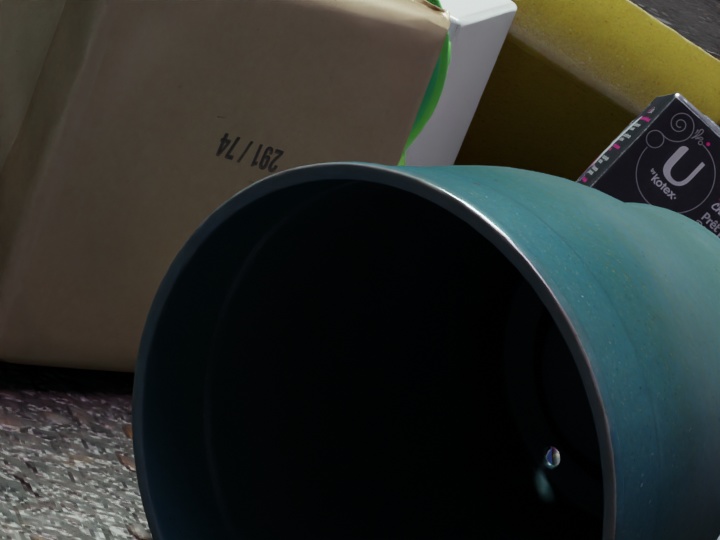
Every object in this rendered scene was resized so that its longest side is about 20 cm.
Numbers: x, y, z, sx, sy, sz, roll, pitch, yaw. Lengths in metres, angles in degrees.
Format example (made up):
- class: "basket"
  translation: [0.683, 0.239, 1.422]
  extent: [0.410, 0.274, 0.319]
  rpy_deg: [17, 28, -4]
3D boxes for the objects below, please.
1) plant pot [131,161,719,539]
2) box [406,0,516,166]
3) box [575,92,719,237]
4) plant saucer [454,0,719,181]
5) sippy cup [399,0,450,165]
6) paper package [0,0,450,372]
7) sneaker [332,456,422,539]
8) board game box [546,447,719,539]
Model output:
- class: "plant pot"
  translation: [0.054, 0.050, 0.936]
  extent: [0.200, 0.200, 0.188]
  rpy_deg: [32, 26, 29]
- class: "box"
  translation: [-0.040, -0.118, 1.459]
  extent: [0.200, 0.152, 0.106]
  rpy_deg: [27, 19, 14]
- class: "box"
  translation: [0.168, -0.009, 1.339]
  extent: [0.132, 0.115, 0.200]
  rpy_deg: [43, 6, 1]
- class: "plant saucer"
  translation: [0.101, -0.098, 1.557]
  extent: [0.200, 0.200, 0.048]
  rpy_deg: [30, 55, -22]
- class: "sippy cup"
  translation: [-0.041, -0.124, 1.300]
  extent: [0.140, 0.178, 0.130]
  rpy_deg: [-2, 28, -23]
- class: "paper package"
  translation: [-0.085, -0.054, 1.137]
  extent: [0.200, 0.191, 0.103]
  rpy_deg: [8, 17, -46]
- class: "sneaker"
  translation: [-0.024, 0.054, 1.090]
  extent: [0.090, 0.067, 0.200]
  rpy_deg: [25, 19, -9]
- class: "board game box"
  translation: [0.165, 0.156, 1.065]
  extent: [0.199, 0.043, 0.200]
  rpy_deg: [22, 17, -5]
